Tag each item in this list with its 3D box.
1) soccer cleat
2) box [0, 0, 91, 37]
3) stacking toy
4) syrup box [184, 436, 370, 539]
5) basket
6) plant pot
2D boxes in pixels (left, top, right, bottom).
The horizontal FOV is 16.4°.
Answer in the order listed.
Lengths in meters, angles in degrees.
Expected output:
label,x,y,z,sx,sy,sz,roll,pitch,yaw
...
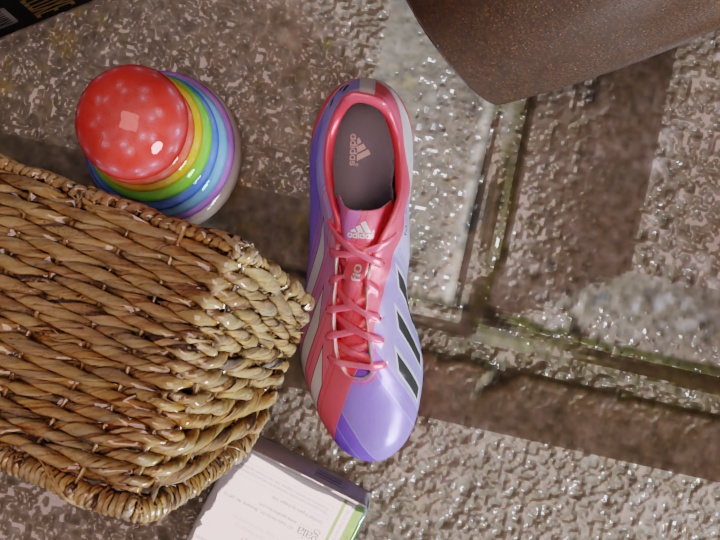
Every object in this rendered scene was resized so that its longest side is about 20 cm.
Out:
label,x,y,z,sx,sy,sz,roll,pitch,yaw
soccer cleat,0.000,0.000,1.306,0.066,0.076,0.202,1,90,2
box,-0.176,-0.167,1.253,0.157,0.200,0.050,-21,85,2
stacking toy,-0.109,-0.067,1.248,0.085,0.200,0.086,0,88,3
syrup box,-0.073,0.192,1.308,0.081,0.079,0.201,26,91,2
basket,-0.142,0.040,1.268,0.199,0.143,0.150,18,81,19
plant pot,0.121,-0.180,1.264,0.199,0.187,0.188,-35,89,17
